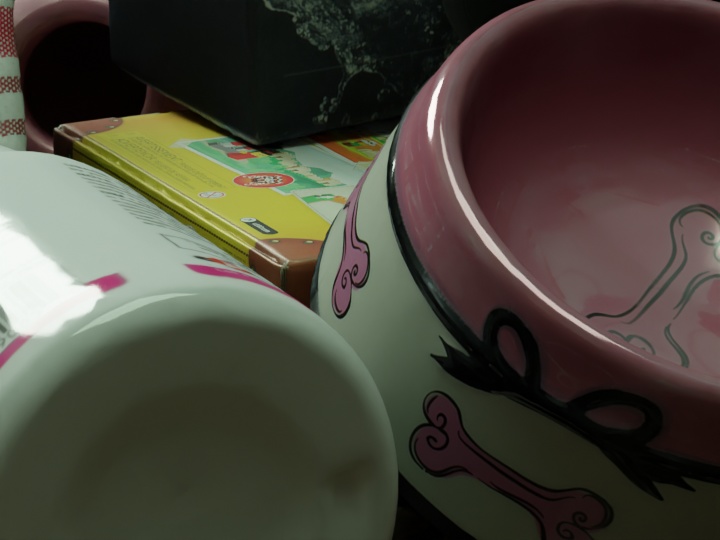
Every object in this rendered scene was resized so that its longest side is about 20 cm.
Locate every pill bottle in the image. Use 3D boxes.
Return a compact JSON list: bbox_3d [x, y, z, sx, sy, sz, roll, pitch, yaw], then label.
[{"bbox_3d":[-0.081,0.032,0.647,0.113,0.113,0.200,-7,19,-24],"label":"pill bottle"}]

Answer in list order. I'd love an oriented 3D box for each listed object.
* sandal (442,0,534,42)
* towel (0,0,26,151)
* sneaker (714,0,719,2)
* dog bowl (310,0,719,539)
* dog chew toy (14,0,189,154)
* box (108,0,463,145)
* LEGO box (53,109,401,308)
[{"bbox_3d":[0.104,-0.047,0.859,0.200,0.076,0.043,40,-8,-30],"label":"sandal"},{"bbox_3d":[-0.184,-0.044,0.809,0.146,0.200,0.030,-4,-14,-15],"label":"towel"},{"bbox_3d":[0.116,-0.049,0.804,0.078,0.200,0.077,-35,21,-13],"label":"sneaker"},{"bbox_3d":[0.090,0.001,0.675,0.200,0.074,0.200,9,43,-9],"label":"dog bowl"},{"bbox_3d":[-0.102,-0.078,1.017,0.124,0.125,0.200,1,5,2],"label":"dog chew toy"},{"bbox_3d":[0.017,-0.168,0.872,0.197,0.200,0.117,-14,26,-28],"label":"box"},{"bbox_3d":[0.000,0.000,0.819,0.149,0.077,0.200,-7,18,-25],"label":"LEGO box"}]
